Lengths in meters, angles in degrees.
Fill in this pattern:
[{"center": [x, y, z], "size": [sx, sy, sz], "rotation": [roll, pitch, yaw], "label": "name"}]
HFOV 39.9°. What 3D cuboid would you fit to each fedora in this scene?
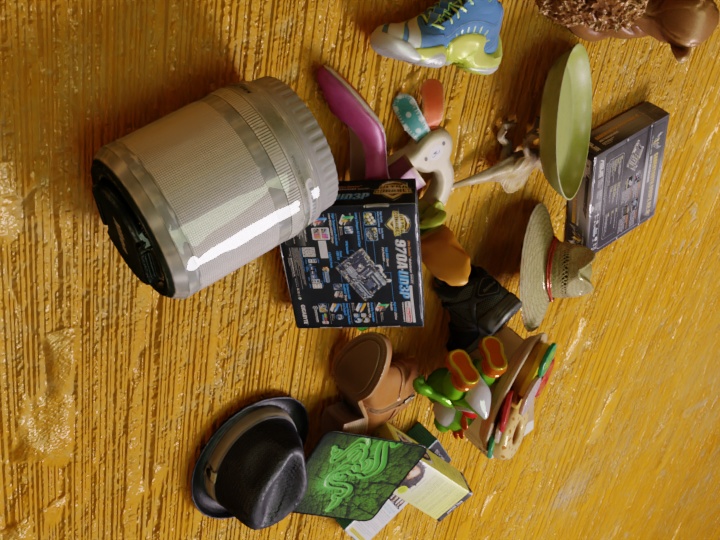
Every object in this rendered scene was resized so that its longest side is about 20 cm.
[{"center": [-0.125, 0.267, 1.302], "size": [0.200, 0.092, 0.201], "rotation": [-26, 136, -27], "label": "fedora"}]

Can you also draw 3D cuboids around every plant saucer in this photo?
[{"center": [0.265, -0.192, 1.288], "size": [0.200, 0.031, 0.201], "rotation": [6, 90, -65], "label": "plant saucer"}]

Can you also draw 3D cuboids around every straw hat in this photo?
[{"center": [0.294, -0.001, 1.420], "size": [0.201, 0.085, 0.202], "rotation": [6, 90, -67], "label": "straw hat"}]

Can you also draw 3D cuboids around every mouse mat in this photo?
[{"center": [-0.015, 0.297, 1.410], "size": [0.161, 0.008, 0.200], "rotation": [13, 129, -23], "label": "mouse mat"}]

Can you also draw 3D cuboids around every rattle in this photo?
[{"center": [0.088, -0.104, 1.174], "size": [0.130, 0.143, 0.200], "rotation": [6, 124, -25], "label": "rattle"}]

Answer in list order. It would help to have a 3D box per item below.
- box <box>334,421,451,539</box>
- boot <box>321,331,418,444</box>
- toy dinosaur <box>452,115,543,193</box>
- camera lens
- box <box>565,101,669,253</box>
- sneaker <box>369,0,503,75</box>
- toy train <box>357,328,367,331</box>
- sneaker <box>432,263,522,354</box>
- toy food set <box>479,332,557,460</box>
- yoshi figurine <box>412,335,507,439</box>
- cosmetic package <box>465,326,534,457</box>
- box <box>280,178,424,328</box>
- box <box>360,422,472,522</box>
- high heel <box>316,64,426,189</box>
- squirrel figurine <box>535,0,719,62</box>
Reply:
[{"center": [0.047, 0.337, 1.559], "size": [0.200, 0.049, 0.082], "rotation": [-43, 141, -8], "label": "box"}, {"center": [0.032, 0.145, 1.371], "size": [0.155, 0.074, 0.200], "rotation": [-17, 143, -43], "label": "boot"}, {"center": [0.203, -0.145, 1.309], "size": [0.200, 0.058, 0.101], "rotation": [-17, 132, -34], "label": "toy dinosaur"}, {"center": [-0.142, -0.079, 0.949], "size": [0.200, 0.160, 0.160], "rotation": [-31, 138, -21], "label": "camera lens"}, {"center": [0.385, -0.135, 1.497], "size": [0.158, 0.048, 0.200], "rotation": [-31, 138, -23], "label": "box"}, {"center": [0.089, -0.277, 1.092], "size": [0.200, 0.076, 0.105], "rotation": [-6, 113, -50], "label": "sneaker"}, {"center": [0.000, 0.000, 1.240], "size": [0.056, 0.042, 0.200], "rotation": [-25, 137, -11], "label": "toy train"}, {"center": [0.151, 0.054, 1.418], "size": [0.076, 0.114, 0.199], "rotation": [-37, 168, -22], "label": "sneaker"}, {"center": [0.231, 0.183, 1.446], "size": [0.200, 0.049, 0.198], "rotation": [-62, 161, -4], "label": "toy food set"}, {"center": [0.135, 0.158, 1.410], "size": [0.200, 0.112, 0.112], "rotation": [108, 6, -55], "label": "yoshi figurine"}, {"center": [0.222, 0.199, 1.595], "size": [0.105, 0.071, 0.200], "rotation": [-31, 138, -22], "label": "cosmetic package"}, {"center": [-0.008, -0.014, 1.150], "size": [0.159, 0.046, 0.200], "rotation": [-2, 134, 6], "label": "box"}, {"center": [0.080, 0.304, 1.483], "size": [0.075, 0.050, 0.200], "rotation": [-43, 128, 12], "label": "box"}, {"center": [-0.013, -0.134, 1.104], "size": [0.096, 0.067, 0.200], "rotation": [-36, 132, 7], "label": "high heel"}, {"center": [0.319, -0.316, 1.175], "size": [0.200, 0.187, 0.142], "rotation": [-9, 127, -39], "label": "squirrel figurine"}]
